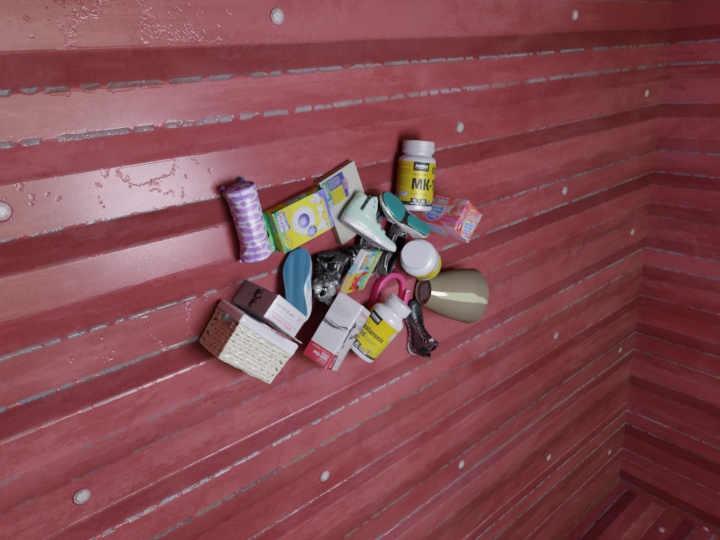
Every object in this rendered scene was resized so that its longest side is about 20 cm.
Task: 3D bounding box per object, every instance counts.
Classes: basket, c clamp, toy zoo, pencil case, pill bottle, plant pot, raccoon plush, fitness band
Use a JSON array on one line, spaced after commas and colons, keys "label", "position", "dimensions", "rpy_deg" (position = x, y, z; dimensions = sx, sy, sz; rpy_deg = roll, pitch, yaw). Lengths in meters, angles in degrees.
[{"label": "basket", "position": [-0.283, 0.183, 1.417], "dimensions": [0.200, 0.135, 0.124], "rpy_deg": [38, 79, -41]}, {"label": "c clamp", "position": [0.059, -0.098, 1.703], "dimensions": [0.201, 0.027, 0.171], "rpy_deg": [-59, 141, -8]}, {"label": "toy zoo", "position": [0.000, 0.000, 1.597], "dimensions": [0.132, 0.020, 0.200], "rpy_deg": [-63, 166, 11]}, {"label": "pencil case", "position": [-0.276, -0.118, 1.370], "dimensions": [0.085, 0.084, 0.202], "rpy_deg": [-11, 112, -1]}, {"label": "pill bottle", "position": [0.057, 0.168, 1.689], "dimensions": [0.200, 0.111, 0.111], "rpy_deg": [-49, 132, 6]}, {"label": "plant pot", "position": [0.289, 0.076, 1.875], "dimensions": [0.199, 0.187, 0.189], "rpy_deg": [7, 98, -30]}, {"label": "pill bottle", "position": [0.182, -0.034, 1.725], "dimensions": [0.113, 0.111, 0.200], "rpy_deg": [-69, 163, -2]}, {"label": "raccoon plush", "position": [-0.052, 0.018, 1.588], "dimensions": [0.199, 0.097, 0.135], "rpy_deg": [-11, 117, -27]}, {"label": "pill bottle", "position": [0.165, -0.282, 1.683], "dimensions": [0.114, 0.114, 0.202], "rpy_deg": [-4, 102, -40]}, {"label": "fitness band", "position": [0.088, 0.103, 1.786], "dimensions": [0.143, 0.037, 0.202], "rpy_deg": [10, 95, -42]}]

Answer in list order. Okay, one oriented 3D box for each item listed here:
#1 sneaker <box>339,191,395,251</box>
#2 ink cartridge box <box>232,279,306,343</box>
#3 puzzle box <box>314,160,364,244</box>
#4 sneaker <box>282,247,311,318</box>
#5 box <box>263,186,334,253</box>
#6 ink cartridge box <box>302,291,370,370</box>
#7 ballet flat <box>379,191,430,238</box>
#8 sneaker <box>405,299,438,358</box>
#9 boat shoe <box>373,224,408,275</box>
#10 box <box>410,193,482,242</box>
[{"label": "sneaker", "position": [0.046, -0.140, 1.601], "dimensions": [0.200, 0.074, 0.119], "rpy_deg": [34, 78, -30]}, {"label": "ink cartridge box", "position": [-0.216, 0.101, 1.405], "dimensions": [0.115, 0.199, 0.068], "rpy_deg": [44, 73, -40]}, {"label": "puzzle box", "position": [-0.042, -0.191, 1.589], "dimensions": [0.133, 0.025, 0.201], "rpy_deg": [-37, 124, -28]}, {"label": "sneaker", "position": [-0.167, 0.040, 1.521], "dimensions": [0.076, 0.081, 0.202], "rpy_deg": [2, 85, 2]}, {"label": "box", "position": [-0.169, -0.130, 1.484], "dimensions": [0.199, 0.048, 0.118], "rpy_deg": [-31, 121, -29]}, {"label": "ink cartridge box", "position": [-0.063, 0.174, 1.592], "dimensions": [0.201, 0.082, 0.147], "rpy_deg": [-59, 165, -5]}, {"label": "ballet flat", "position": [0.115, -0.152, 1.642], "dimensions": [0.199, 0.069, 0.070], "rpy_deg": [35, 79, -25]}, {"label": "sneaker", "position": [0.213, 0.200, 1.870], "dimensions": [0.075, 0.115, 0.202], "rpy_deg": [-22, 117, -35]}, {"label": "boat shoe", "position": [0.107, -0.075, 1.702], "dimensions": [0.067, 0.057, 0.201], "rpy_deg": [32, 85, -51]}, {"label": "box", "position": [0.256, -0.167, 1.741], "dimensions": [0.094, 0.199, 0.103], "rpy_deg": [34, 81, -44]}]
